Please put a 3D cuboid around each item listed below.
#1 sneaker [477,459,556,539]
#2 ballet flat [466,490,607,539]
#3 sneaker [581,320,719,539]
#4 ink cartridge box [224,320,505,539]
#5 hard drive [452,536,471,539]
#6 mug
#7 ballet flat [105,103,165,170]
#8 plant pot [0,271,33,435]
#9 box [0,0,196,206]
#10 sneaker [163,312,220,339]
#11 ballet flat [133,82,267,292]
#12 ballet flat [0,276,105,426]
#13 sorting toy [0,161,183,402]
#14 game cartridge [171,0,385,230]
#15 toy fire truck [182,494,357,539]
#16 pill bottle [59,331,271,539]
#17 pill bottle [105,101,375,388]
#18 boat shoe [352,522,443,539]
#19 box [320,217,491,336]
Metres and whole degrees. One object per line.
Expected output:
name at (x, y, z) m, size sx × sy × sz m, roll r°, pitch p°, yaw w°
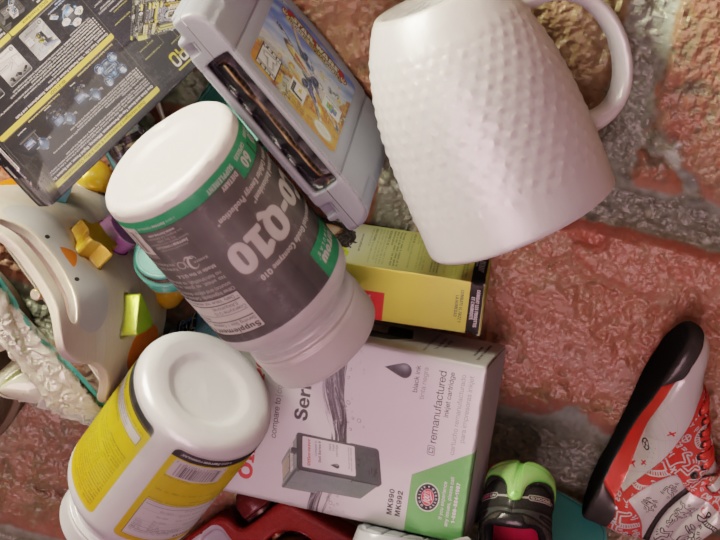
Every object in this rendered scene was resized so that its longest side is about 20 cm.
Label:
sneaker at (0.119, 0.242, 1.626) m, size 0.076 × 0.084 × 0.201 m, roll 2°, pitch 125°, yaw 16°
ballet flat at (0.106, 0.200, 1.701) m, size 0.199 × 0.068 × 0.062 m, roll 20°, pitch 146°, yaw 3°
sneaker at (0.260, 0.135, 1.630) m, size 0.107 × 0.067 × 0.202 m, roll 21°, pitch 122°, yaw -3°
ink cartridge box at (0.001, 0.117, 1.620) m, size 0.199 × 0.084 × 0.147 m, roll 10°, pitch 102°, yaw 13°
hard drive at (0.036, 0.287, 1.632) m, size 0.131 × 0.026 × 0.200 m, roll -22°, pitch 148°, yaw -8°
mug at (0.106, -0.127, 1.489) m, size 0.199 × 0.148 × 0.176 m, roll -27°, pitch 105°, yaw -11°
ballet flat at (-0.199, -0.150, 1.566) m, size 0.074 × 0.074 × 0.200 m, roll -25°, pitch 112°, yaw 20°
plant pot at (-0.375, 0.096, 1.652) m, size 0.199 × 0.174 × 0.201 m, roll 4°, pitch 119°, yaw 7°
box at (-0.211, -0.171, 1.498) m, size 0.200 × 0.049 × 0.161 m, roll -46°, pitch 105°, yaw -13°
sneaker at (-0.157, 0.077, 1.662) m, size 0.090 × 0.078 × 0.200 m, roll 35°, pitch 116°, yaw -5°
ballet flat at (-0.111, -0.073, 1.572) m, size 0.067 × 0.070 × 0.201 m, roll 26°, pitch 84°, yaw 15°
ballet flat at (-0.276, 0.058, 1.619) m, size 0.072 × 0.072 × 0.200 m, roll -25°, pitch 118°, yaw 20°
sorting toy at (-0.225, 0.001, 1.550) m, size 0.107 × 0.180 × 0.200 m, roll -36°, pitch 88°, yaw 13°
game cartridge at (-0.052, -0.136, 1.500) m, size 0.041 × 0.133 × 0.200 m, roll -29°, pitch 113°, yaw 30°
toy fire truck at (-0.078, 0.271, 1.740) m, size 0.200 × 0.112 × 0.168 m, roll -39°, pitch 87°, yaw 23°
pill bottle at (-0.158, 0.144, 1.589) m, size 0.112 × 0.112 × 0.200 m, roll 32°, pitch 132°, yaw -8°
pill bottle at (-0.082, -0.015, 1.488) m, size 0.113 × 0.113 × 0.200 m, roll -27°, pitch 122°, yaw 21°
boat shoe at (0.043, 0.241, 1.651) m, size 0.072 × 0.200 × 0.062 m, roll 11°, pitch 82°, yaw 23°
box at (0.000, 0.000, 1.598) m, size 0.199 × 0.075 × 0.050 m, roll 9°, pitch 118°, yaw 4°
